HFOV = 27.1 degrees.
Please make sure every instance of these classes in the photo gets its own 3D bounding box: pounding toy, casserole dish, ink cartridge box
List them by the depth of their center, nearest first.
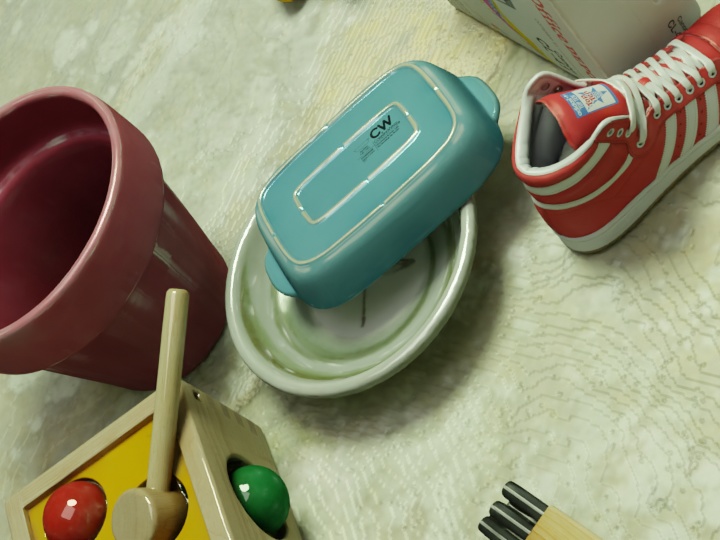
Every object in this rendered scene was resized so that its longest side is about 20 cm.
[{"bbox_3d":[-0.128,0.157,0.968,0.200,0.142,0.185,-36,51,13],"label":"pounding toy"},{"bbox_3d":[0.005,-0.064,1.002,0.200,0.039,0.121,-41,50,8],"label":"casserole dish"},{"bbox_3d":[0.112,-0.213,1.004,0.086,0.148,0.200,-50,48,1],"label":"ink cartridge box"}]

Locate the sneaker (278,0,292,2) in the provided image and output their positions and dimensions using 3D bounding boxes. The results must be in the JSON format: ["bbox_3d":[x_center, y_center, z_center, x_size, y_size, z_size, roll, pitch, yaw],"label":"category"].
[{"bbox_3d":[-0.001,-0.272,1.171,0.199,0.078,0.083,-24,57,34],"label":"sneaker"}]

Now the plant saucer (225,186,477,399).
[{"bbox_3d":[0.000,0.000,1.028,0.199,0.050,0.201,-17,56,27],"label":"plant saucer"}]

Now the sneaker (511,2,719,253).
[{"bbox_3d":[0.175,-0.111,0.926,0.200,0.112,0.071,-50,49,1],"label":"sneaker"}]

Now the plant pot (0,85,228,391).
[{"bbox_3d":[-0.195,-0.004,1.079,0.199,0.179,0.201,-16,58,27],"label":"plant pot"}]

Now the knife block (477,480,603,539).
[{"bbox_3d":[0.123,0.165,0.791,0.200,0.064,0.176,-39,26,39],"label":"knife block"}]
